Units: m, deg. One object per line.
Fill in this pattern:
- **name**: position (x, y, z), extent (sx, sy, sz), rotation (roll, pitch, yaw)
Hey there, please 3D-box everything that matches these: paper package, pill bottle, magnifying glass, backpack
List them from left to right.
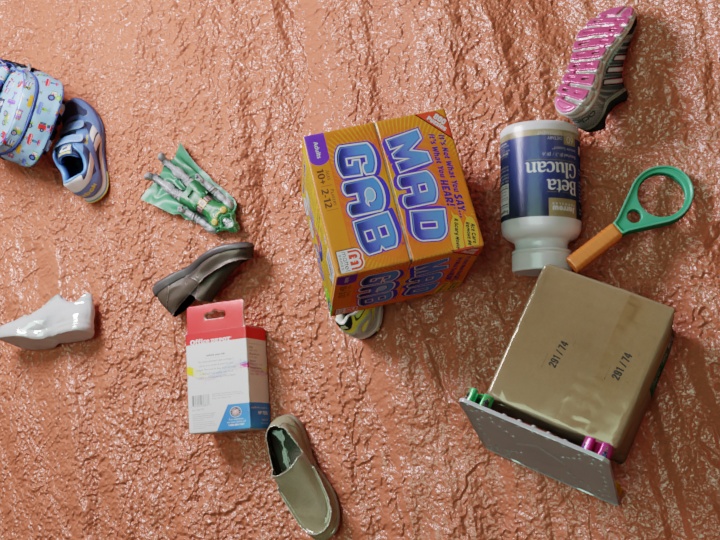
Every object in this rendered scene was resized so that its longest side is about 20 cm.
- **backpack**: position (-0.616, -0.281, 1.802), extent (0.200, 0.134, 0.184), rotation (24, 92, 51)
- **pill bottle**: position (0.248, -0.097, 1.390), extent (0.110, 0.111, 0.202), rotation (-3, 82, 25)
- **paper package**: position (0.289, 0.121, 1.314), extent (0.189, 0.104, 0.201), rotation (21, 78, 22)
- **magnifying glass**: position (0.358, -0.066, 1.346), extent (0.200, 0.022, 0.080), rotation (-38, 72, -4)

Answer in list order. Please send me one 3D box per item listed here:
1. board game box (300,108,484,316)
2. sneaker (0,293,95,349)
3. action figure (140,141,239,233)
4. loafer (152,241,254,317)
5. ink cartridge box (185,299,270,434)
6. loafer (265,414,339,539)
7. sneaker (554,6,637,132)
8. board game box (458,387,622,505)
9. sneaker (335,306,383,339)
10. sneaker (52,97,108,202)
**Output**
- **board game box**: position (0.034, -0.075, 1.404), extent (0.198, 0.200, 0.201), rotation (-13, 74, -8)
- **sneaker**: position (-0.552, 0.086, 1.788), extent (0.198, 0.075, 0.089), rotation (-9, 65, 19)
- **action figure**: position (-0.273, -0.121, 1.687), extent (0.199, 0.055, 0.119), rotation (35, 95, 22)
- **loafer**: position (-0.246, 0.015, 1.647), extent (0.199, 0.073, 0.071), rotation (-29, 81, 25)
- **ink cartridge box**: position (-0.211, 0.154, 1.601), extent (0.115, 0.067, 0.202), rotation (-8, 78, 24)
- **loafer**: position (-0.097, 0.312, 1.519), extent (0.075, 0.068, 0.201), rotation (-34, 69, 17)
- **sneaker**: position (0.337, -0.275, 1.404), extent (0.073, 0.087, 0.201), rotation (7, 62, 44)
- **board game box**: position (0.237, 0.228, 1.302), extent (0.199, 0.200, 0.026), rotation (21, 71, 27)
- **sneaker**: position (0.000, 0.000, 1.517), extent (0.075, 0.076, 0.202), rotation (-6, 78, 27)
- **sneaker**: position (-0.504, -0.223, 1.798), extent (0.074, 0.082, 0.201), rotation (-24, 70, 22)
